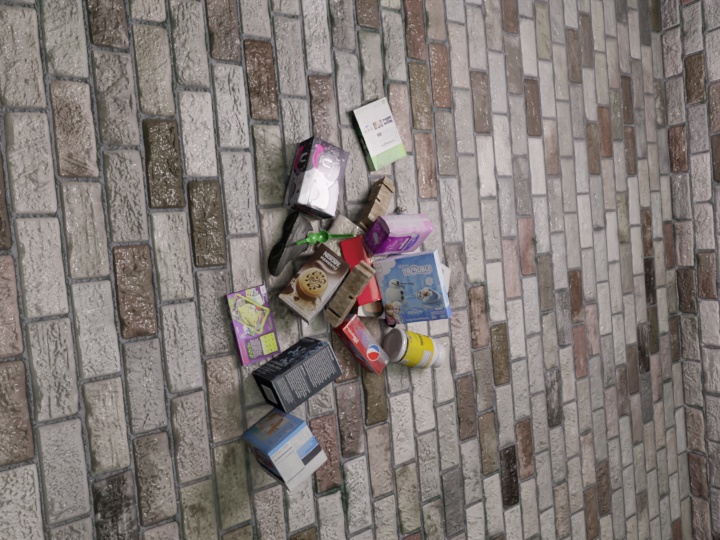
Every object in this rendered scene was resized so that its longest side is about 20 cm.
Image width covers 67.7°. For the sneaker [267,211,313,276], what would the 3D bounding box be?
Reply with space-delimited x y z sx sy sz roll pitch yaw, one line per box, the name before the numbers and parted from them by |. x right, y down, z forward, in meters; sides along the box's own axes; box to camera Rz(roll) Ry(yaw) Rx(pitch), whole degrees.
sneaker | -0.196 -0.067 1.551 0.090 0.075 0.202 35 74 -36

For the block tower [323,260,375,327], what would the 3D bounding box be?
block tower | -0.035 0.069 1.571 0.054 0.058 0.201 36 109 10

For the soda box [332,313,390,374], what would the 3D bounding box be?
soda box | 0.004 0.231 1.678 0.070 0.063 0.201 -46 112 -25

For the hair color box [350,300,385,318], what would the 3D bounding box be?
hair color box | 0.034 0.046 1.695 0.100 0.061 0.204 8 86 -24

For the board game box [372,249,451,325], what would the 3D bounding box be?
board game box | 0.152 0.053 1.585 0.043 0.197 0.203 -33 111 -61

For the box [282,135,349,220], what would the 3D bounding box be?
box | -0.130 -0.267 1.568 0.131 0.114 0.204 19 79 -31

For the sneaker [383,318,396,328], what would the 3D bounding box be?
sneaker | 0.134 0.092 1.712 0.087 0.201 0.076 -31 65 -34

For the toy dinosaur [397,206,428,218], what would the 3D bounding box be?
toy dinosaur | 0.140 -0.131 1.727 0.178 0.201 0.107 -13 111 2

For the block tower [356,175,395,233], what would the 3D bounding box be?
block tower | 0.053 -0.206 1.684 0.054 0.057 0.202 40 51 -23

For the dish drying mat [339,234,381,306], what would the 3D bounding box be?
dish drying mat | 0.000 0.000 1.609 0.075 0.018 0.204 -17 92 -3

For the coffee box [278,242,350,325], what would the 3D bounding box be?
coffee box | -0.130 0.038 1.544 0.112 0.080 0.201 36 76 7

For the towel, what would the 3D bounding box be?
towel | -0.024 -0.062 1.635 0.199 0.034 0.133 36 81 -4

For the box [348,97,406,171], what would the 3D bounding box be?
box | 0.057 -0.441 1.741 0.143 0.036 0.203 -30 104 -30

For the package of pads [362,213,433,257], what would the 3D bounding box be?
package of pads | 0.114 -0.108 1.607 0.198 0.121 0.076 -7 55 -41

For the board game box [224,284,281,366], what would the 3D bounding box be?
board game box | -0.301 0.152 1.503 0.119 0.032 0.204 -16 97 -36

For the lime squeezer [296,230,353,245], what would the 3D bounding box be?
lime squeezer | -0.119 -0.090 1.563 0.198 0.070 0.038 -11 122 -38

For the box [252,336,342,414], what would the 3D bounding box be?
box | -0.177 0.289 1.509 0.199 0.148 0.109 -31 106 -29

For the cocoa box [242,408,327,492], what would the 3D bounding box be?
cocoa box | -0.209 0.478 1.455 0.133 0.199 0.133 -36 107 -27

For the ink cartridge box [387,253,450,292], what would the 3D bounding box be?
ink cartridge box | 0.185 0.012 1.710 0.199 0.142 0.086 28 67 -57

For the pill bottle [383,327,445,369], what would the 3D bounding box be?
pill bottle | 0.181 0.263 1.765 0.198 0.111 0.113 19 79 -32
